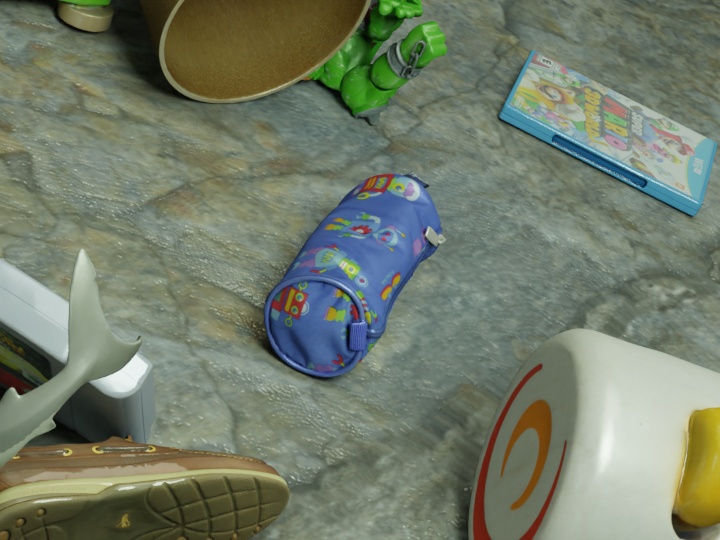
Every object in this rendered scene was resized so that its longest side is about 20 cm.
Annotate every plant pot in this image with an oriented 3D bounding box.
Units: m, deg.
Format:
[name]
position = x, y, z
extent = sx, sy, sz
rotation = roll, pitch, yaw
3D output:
[plant pot]
position = -0.114, -0.273, 1.661
extent = 0.186, 0.186, 0.200
rotation = -3, 52, -39

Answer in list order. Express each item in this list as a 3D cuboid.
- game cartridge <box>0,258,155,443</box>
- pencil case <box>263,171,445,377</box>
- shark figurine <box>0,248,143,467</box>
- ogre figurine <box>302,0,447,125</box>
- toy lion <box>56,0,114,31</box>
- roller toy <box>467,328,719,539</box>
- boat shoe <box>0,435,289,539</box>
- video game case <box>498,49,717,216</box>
[game cartridge]
position = -0.213, 0.033, 1.224
extent = 0.200, 0.133, 0.041
rotation = 30, 64, 9
[pencil case]
position = 0.000, 0.000, 1.473
extent = 0.087, 0.078, 0.200
rotation = 9, 28, 16
[shark figurine]
position = -0.220, 0.073, 1.107
extent = 0.090, 0.214, 0.128
rotation = 47, 44, -19
[ogre figurine]
position = -0.009, -0.209, 1.743
extent = 0.200, 0.120, 0.098
rotation = 34, 36, 16
[toy lion]
position = -0.297, -0.270, 1.687
extent = 0.200, 0.069, 0.192
rotation = -5, 36, -40
[roller toy]
position = 0.164, 0.137, 1.284
extent = 0.139, 0.200, 0.183
rotation = 18, 26, -15
[boat shoe]
position = -0.135, 0.125, 1.194
extent = 0.200, 0.072, 0.068
rotation = 0, 41, -32
[video game case]
position = 0.233, -0.130, 1.900
extent = 0.200, 0.018, 0.143
rotation = 27, 30, 1
